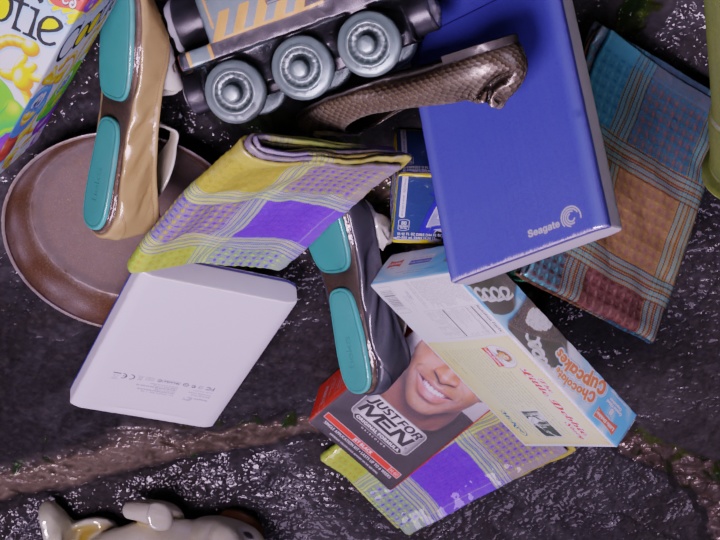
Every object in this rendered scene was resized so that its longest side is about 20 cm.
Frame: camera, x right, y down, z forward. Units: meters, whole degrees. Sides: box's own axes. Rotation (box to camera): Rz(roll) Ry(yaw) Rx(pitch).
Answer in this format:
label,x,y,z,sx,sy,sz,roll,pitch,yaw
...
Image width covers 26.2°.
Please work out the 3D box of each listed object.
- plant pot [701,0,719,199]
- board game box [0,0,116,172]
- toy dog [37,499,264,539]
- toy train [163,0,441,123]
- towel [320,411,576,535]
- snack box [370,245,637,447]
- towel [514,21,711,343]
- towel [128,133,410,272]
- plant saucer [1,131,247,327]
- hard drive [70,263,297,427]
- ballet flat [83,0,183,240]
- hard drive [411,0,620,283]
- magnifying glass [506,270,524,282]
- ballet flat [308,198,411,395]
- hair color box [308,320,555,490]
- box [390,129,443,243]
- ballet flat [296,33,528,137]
label,x,y,z,sx,sy,sz,roll,pitch,yaw
plant pot,0.313,-0.170,1.070,0.200,0.200,0.190,-16,114,12
board game box,-0.246,-0.173,1.080,0.103,0.105,0.200,35,122,-4
toy dog,-0.180,0.291,1.448,0.200,0.140,0.194,-11,141,8
toy train,-0.044,-0.179,1.102,0.200,0.085,0.114,-17,97,18
towel,0.080,0.165,1.420,0.200,0.023,0.144,-29,124,20
snack box,0.110,0.062,1.202,0.200,0.037,0.116,46,154,-19
towel,0.198,-0.063,1.143,0.147,0.200,0.022,25,168,-30
towel,-0.070,-0.045,1.137,0.143,0.023,0.200,1,155,-38
plant saucer,-0.187,-0.036,1.251,0.200,0.032,0.200,-1,129,-1
hard drive,-0.152,0.062,1.297,0.132,0.025,0.200,12,140,-22
ballet flat,-0.165,-0.121,1.152,0.063,0.069,0.200,-1,110,-34
hard drive,0.102,-0.105,1.084,0.132,0.200,0.025,-21,162,37
magnifying glass,0.109,-0.090,1.156,0.079,0.022,0.200,-9,99,-1
ballet flat,0.000,0.000,1.247,0.073,0.073,0.200,-12,98,9
hair color box,0.060,0.088,1.319,0.101,0.061,0.200,40,117,-12
box,0.124,-0.062,1.212,0.200,0.064,0.070,2,129,-3
ballet flat,0.035,-0.118,1.081,0.200,0.067,0.046,-14,98,39
